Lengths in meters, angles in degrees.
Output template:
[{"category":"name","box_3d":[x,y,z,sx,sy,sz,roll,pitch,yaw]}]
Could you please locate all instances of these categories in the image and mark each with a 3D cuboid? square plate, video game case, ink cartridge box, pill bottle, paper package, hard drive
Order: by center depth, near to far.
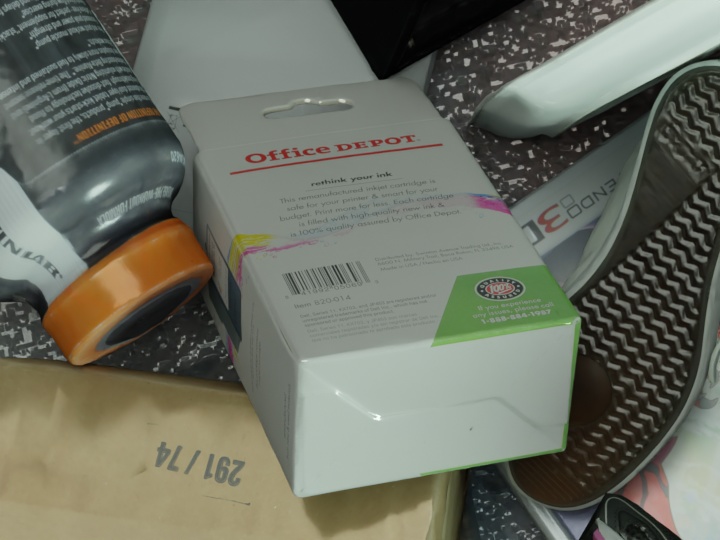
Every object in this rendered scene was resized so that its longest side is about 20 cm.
[{"category":"pill bottle","box_3d":[-0.142,-0.061,1.051,0.106,0.106,0.200,-34,81,-3]},{"category":"ink cartridge box","box_3d":[0.000,0.000,1.053,0.116,0.068,0.200,-8,35,-15]},{"category":"square plate","box_3d":[0.141,-0.104,1.061,0.199,0.198,0.029,-28,90,-1]},{"category":"paper package","box_3d":[-0.062,0.143,1.063,0.199,0.104,0.192,6,75,8]},{"category":"video game case","box_3d":[0.138,0.040,1.109,0.182,0.023,0.200,-34,75,-3]},{"category":"hard drive","box_3d":[-0.034,-0.095,1.161,0.131,0.027,0.201,12,77,9]}]

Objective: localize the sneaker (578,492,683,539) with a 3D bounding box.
[{"category":"sneaker","box_3d":[0.172,0.152,1.048,0.200,0.080,0.086,41,66,-8]}]

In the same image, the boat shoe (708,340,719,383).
[{"category":"boat shoe","box_3d":[0.185,0.015,1.032,0.062,0.075,0.201,19,111,45]}]

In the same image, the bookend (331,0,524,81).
[{"category":"bookend","box_3d":[0.079,-0.189,1.065,0.199,0.199,0.092,-30,83,-12]}]

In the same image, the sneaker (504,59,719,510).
[{"category":"sneaker","box_3d":[0.124,0.007,1.080,0.073,0.085,0.201,28,101,8]}]
